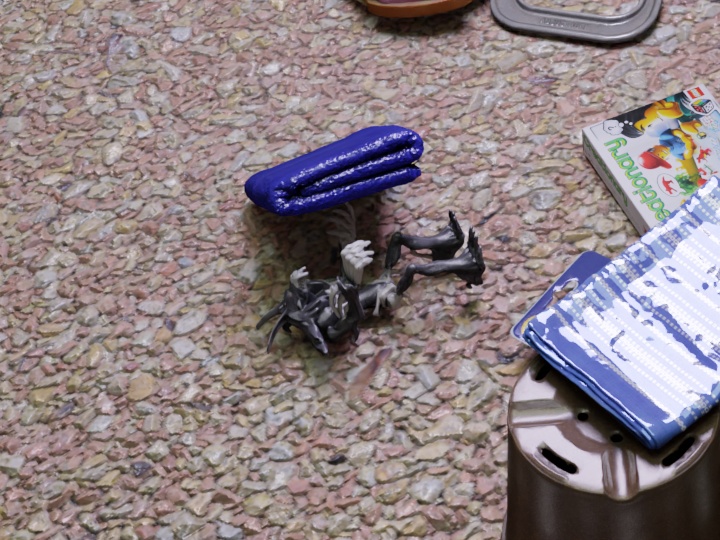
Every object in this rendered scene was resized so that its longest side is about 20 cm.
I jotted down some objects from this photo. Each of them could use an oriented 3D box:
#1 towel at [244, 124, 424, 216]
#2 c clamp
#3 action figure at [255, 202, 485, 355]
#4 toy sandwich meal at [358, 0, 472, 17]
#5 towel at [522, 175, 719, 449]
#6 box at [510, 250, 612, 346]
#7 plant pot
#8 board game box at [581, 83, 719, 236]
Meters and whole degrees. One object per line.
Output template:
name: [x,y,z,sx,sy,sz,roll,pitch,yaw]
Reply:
towel: [-0.023,-0.083,1.724,0.147,0.050,0.200,-23,7,-6]
c clamp: [0.216,-0.295,1.959,0.198,0.027,0.171,17,52,25]
action figure: [0.000,0.000,1.674,0.198,0.103,0.119,-19,32,-8]
toy sandwich meal: [0.060,-0.336,1.983,0.203,0.071,0.207,-10,49,11]
towel: [0.229,0.026,1.376,0.199,0.024,0.145,-37,52,-15]
box: [0.236,0.066,1.615,0.199,0.033,0.121,29,58,29]
plant pot: [0.187,0.162,1.423,0.198,0.199,0.201,-6,47,6]
board game box: [0.295,-0.076,1.735,0.125,0.035,0.201,-21,47,-8]
